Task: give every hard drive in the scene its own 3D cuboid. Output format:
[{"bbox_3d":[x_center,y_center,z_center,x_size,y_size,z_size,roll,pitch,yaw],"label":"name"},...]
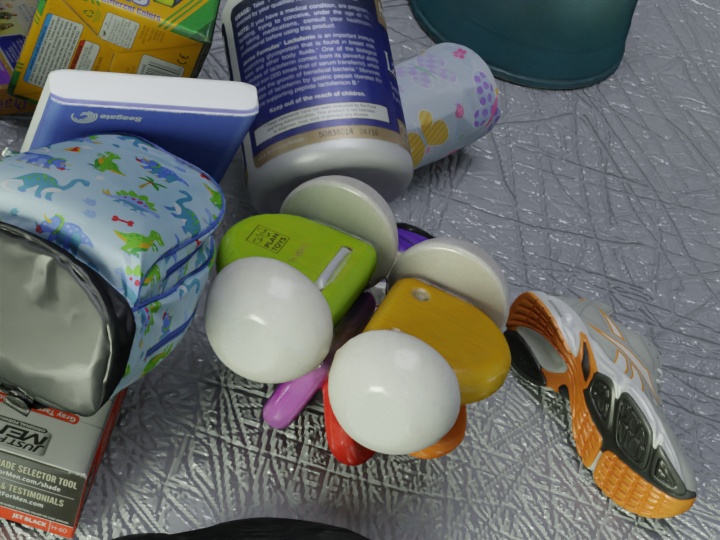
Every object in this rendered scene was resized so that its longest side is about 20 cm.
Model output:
[{"bbox_3d":[-0.158,-0.065,1.310,0.132,0.200,0.025,2,63,-20],"label":"hard drive"}]

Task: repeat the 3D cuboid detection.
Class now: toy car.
[{"bbox_3d":[-0.010,0.048,1.280,0.200,0.150,0.175,29,37,5],"label":"toy car"}]

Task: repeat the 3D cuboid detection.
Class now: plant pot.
[{"bbox_3d":[0.163,-0.290,1.708,0.200,0.188,0.200,12,40,-10],"label":"plant pot"}]

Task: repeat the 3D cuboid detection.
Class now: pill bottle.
[{"bbox_3d":[-0.035,-0.143,1.388,0.116,0.116,0.200,-1,68,-24],"label":"pill bottle"}]

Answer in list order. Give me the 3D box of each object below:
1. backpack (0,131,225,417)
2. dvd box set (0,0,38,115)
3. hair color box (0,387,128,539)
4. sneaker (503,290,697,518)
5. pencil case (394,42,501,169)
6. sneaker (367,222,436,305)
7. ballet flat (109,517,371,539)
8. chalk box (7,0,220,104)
[{"bbox_3d":[-0.164,-0.004,1.186,0.163,0.154,0.200,24,7,17],"label":"backpack"},{"bbox_3d":[-0.250,-0.179,1.532,0.200,0.029,0.146,-11,49,-31],"label":"dvd box set"},{"bbox_3d":[-0.197,0.065,1.252,0.101,0.061,0.200,18,38,-2],"label":"hair color box"},{"bbox_3d":[0.186,0.084,1.382,0.092,0.076,0.200,-5,47,-33],"label":"sneaker"},{"bbox_3d":[0.016,-0.112,1.527,0.091,0.083,0.200,26,36,37],"label":"pencil case"},{"bbox_3d":[0.000,0.001,1.411,0.200,0.070,0.100,13,31,-11],"label":"sneaker"},{"bbox_3d":[-0.072,0.183,1.192,0.200,0.057,0.066,0,16,-30],"label":"ballet flat"},{"bbox_3d":[-0.169,-0.216,1.480,0.124,0.125,0.200,18,48,-12],"label":"chalk box"}]
